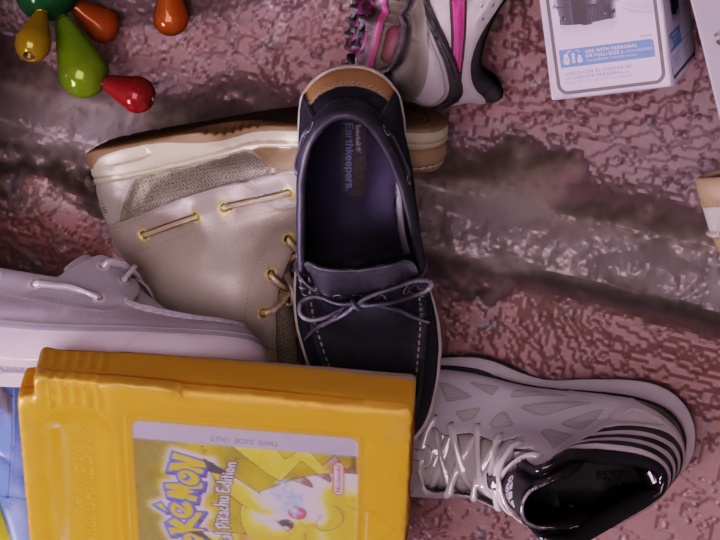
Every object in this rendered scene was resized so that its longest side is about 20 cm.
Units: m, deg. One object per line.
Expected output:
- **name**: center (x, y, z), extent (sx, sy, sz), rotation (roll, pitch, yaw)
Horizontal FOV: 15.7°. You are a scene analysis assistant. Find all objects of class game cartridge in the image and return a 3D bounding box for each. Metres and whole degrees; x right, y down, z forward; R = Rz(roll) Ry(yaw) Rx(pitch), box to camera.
- **game cartridge**: center (-0.073, 0.116, 1.340), extent (0.198, 0.033, 0.177), rotation (3, 133, 2)

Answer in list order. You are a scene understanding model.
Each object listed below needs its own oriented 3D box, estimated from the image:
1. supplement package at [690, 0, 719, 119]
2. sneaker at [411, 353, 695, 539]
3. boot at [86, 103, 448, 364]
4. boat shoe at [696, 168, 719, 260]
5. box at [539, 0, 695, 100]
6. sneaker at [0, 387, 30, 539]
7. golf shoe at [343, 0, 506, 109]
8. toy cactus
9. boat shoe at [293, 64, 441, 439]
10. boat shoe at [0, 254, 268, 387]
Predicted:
- **supplement package**: center (0.222, -0.117, 1.225), extent (0.116, 0.117, 0.201), rotation (-17, 71, 15)
- **sneaker**: center (0.067, 0.092, 1.342), extent (0.199, 0.115, 0.076), rotation (-1, 101, 14)
- **boot**: center (-0.039, -0.005, 1.372), extent (0.198, 0.072, 0.156), rotation (-6, 99, 20)
- **boat shoe**: center (0.259, -0.059, 1.290), extent (0.199, 0.072, 0.077), rotation (-24, 93, 17)
- **box**: center (0.117, -0.192, 1.273), extent (0.060, 0.117, 0.202), rotation (-6, 99, 14)
- **sneaker**: center (-0.190, 0.069, 1.434), extent (0.078, 0.066, 0.202), rotation (-16, 89, -15)
- **golf shoe**: center (0.053, -0.180, 1.321), extent (0.091, 0.073, 0.201), rotation (11, 110, -8)
- **toy cactus**: center (-0.163, -0.189, 1.361), extent (0.164, 0.102, 0.202), rotation (11, 112, 21)
- **boat shoe**: center (0.000, 0.000, 1.300), extent (0.074, 0.062, 0.202), rotation (-3, 110, 4)
- **boat shoe**: center (-0.143, 0.025, 1.350), extent (0.198, 0.072, 0.069), rotation (1, 69, 15)
